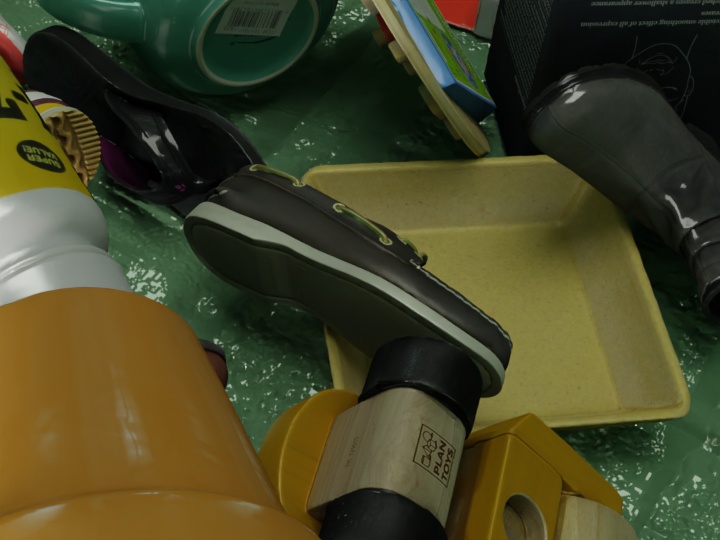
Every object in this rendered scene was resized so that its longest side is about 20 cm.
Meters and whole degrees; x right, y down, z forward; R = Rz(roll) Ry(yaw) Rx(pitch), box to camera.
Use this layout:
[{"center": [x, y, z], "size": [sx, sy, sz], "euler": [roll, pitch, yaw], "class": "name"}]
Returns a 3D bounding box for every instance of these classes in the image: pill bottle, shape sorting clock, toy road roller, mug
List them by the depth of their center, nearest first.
[{"center": [0.029, 0.139, 0.667], "size": [0.200, 0.145, 0.124], "euler": [40, 46, -23], "class": "toy road roller"}, {"center": [-0.198, -0.031, 0.675], "size": [0.114, 0.115, 0.201], "euler": [-26, 67, -25], "class": "pill bottle"}, {"center": [0.026, -0.158, 0.858], "size": [0.039, 0.200, 0.201], "euler": [-32, 53, 15], "class": "shape sorting clock"}, {"center": [-0.102, -0.183, 0.881], "size": [0.184, 0.152, 0.115], "euler": [-33, 59, 2], "class": "mug"}]

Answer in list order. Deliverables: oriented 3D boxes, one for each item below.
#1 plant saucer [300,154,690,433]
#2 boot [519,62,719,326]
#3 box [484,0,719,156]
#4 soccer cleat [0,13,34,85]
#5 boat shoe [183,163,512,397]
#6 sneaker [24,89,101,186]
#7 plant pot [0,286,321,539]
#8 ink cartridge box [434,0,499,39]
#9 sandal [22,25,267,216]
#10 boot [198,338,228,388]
[{"center": [0.071, 0.022, 0.793], "size": [0.198, 0.049, 0.201], "euler": [-3, 51, -9], "class": "plant saucer"}, {"center": [0.184, -0.037, 0.782], "size": [0.199, 0.070, 0.133], "euler": [15, 45, -42], "class": "boot"}, {"center": [0.174, -0.165, 0.859], "size": [0.147, 0.201, 0.108], "euler": [-3, 51, -10], "class": "box"}, {"center": [-0.282, -0.193, 0.915], "size": [0.199, 0.069, 0.085], "euler": [31, 58, 23], "class": "soccer cleat"}, {"center": [0.000, 0.000, 0.725], "size": [0.200, 0.072, 0.061], "euler": [27, 57, 19], "class": "boat shoe"}, {"center": [-0.252, -0.037, 0.797], "size": [0.199, 0.075, 0.090], "euler": [-38, 41, -26], "class": "sneaker"}, {"center": [-0.112, 0.116, 0.559], "size": [0.198, 0.201, 0.184], "euler": [-7, 48, -12], "class": "plant pot"}, {"center": [0.121, -0.254, 1.030], "size": [0.172, 0.044, 0.201], "euler": [20, 51, 8], "class": "ink cartridge box"}, {"center": [-0.140, -0.079, 0.828], "size": [0.199, 0.076, 0.048], "euler": [32, 42, 18], "class": "sandal"}, {"center": [-0.115, 0.143, 0.660], "size": [0.187, 0.069, 0.201], "euler": [-21, 57, -23], "class": "boot"}]
